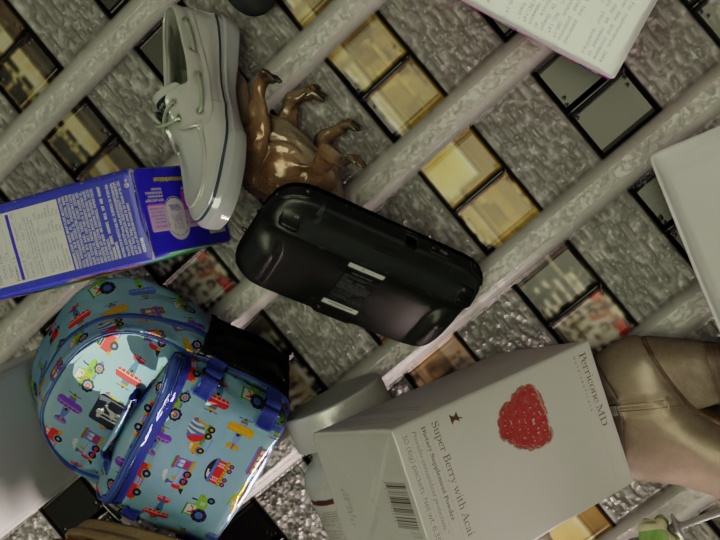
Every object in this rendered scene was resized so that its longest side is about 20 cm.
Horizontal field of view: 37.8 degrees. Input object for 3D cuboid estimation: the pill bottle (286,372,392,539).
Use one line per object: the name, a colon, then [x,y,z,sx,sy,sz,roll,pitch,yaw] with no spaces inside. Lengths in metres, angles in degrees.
pill bottle: [0.019,0.197,0.894,0.109,0.110,0.201,-24,93,15]

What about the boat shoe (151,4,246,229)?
boat shoe: [-0.138,-0.126,0.852,0.073,0.066,0.202,-40,46,44]

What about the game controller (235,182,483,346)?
game controller: [0.000,0.000,0.857,0.199,0.042,0.104,23,133,-22]

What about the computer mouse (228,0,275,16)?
computer mouse: [-0.122,-0.309,0.882,0.058,0.034,0.201,-25,93,15]

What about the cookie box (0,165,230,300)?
cookie box: [-0.235,-0.029,0.882,0.198,0.171,0.076,-13,93,14]

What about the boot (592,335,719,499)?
boot: [0.254,0.148,0.860,0.145,0.070,0.202,-14,90,16]

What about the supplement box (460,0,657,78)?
supplement box: [0.130,-0.237,0.805,0.199,0.101,0.104,28,104,7]

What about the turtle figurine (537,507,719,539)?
turtle figurine: [0.232,0.267,0.857,0.193,0.144,0.201,15,61,41]

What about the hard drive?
hard drive: [-0.298,0.147,0.906,0.026,0.200,0.133,-1,99,12]

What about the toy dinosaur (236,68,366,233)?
toy dinosaur: [-0.069,-0.083,0.885,0.200,0.086,0.136,44,112,8]

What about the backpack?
backpack: [-0.177,0.112,0.884,0.199,0.135,0.183,31,106,-17]

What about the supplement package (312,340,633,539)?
supplement package: [0.088,0.144,0.810,0.119,0.199,0.122,-18,91,58]

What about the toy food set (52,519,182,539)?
toy food set: [-0.163,0.263,0.909,0.196,0.200,0.049,16,68,0]

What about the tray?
tray: [0.300,-0.013,0.822,0.107,0.022,0.201,-22,89,-17]
